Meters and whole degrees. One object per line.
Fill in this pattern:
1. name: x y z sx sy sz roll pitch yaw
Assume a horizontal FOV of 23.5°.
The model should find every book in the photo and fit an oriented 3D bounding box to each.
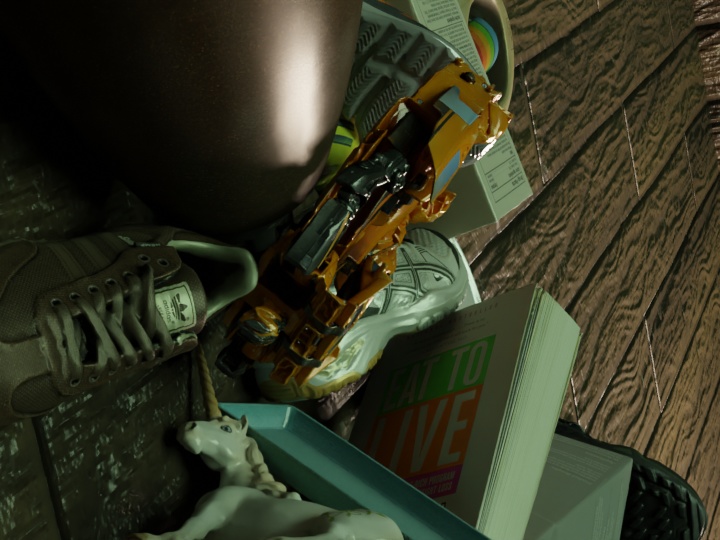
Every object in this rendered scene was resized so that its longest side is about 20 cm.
1. book: 0.041 0.112 0.982 0.048 0.133 0.201 44 46 -29

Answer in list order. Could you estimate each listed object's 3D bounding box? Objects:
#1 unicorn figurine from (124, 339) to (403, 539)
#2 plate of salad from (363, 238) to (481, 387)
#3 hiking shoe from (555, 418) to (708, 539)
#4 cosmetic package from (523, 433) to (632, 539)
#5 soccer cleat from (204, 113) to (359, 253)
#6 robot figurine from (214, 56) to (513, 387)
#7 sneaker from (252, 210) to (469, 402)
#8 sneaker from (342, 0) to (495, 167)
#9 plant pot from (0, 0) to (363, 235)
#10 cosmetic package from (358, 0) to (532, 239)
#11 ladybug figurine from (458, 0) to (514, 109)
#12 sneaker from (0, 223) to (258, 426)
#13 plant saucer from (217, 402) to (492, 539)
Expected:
1. unicorn figurine: -0.047 0.120 0.805 0.137 0.199 0.074 -20 129 -56
2. plate of salad: 0.037 0.028 1.170 0.200 0.048 0.201 47 33 -43
3. hiking shoe: 0.161 0.142 1.267 0.101 0.198 0.076 -42 151 -69
4. cosmetic package: 0.085 0.169 1.092 0.200 0.106 0.091 -26 127 -54
5. soccer cleat: -0.050 -0.074 0.941 0.200 0.064 0.084 -54 129 -63
6. robot figurine: 0.001 -0.021 0.875 0.200 0.058 0.145 -51 177 -43
7. sneaker: 0.000 0.000 1.005 0.200 0.075 0.088 -37 112 -56
8. sneaker: 0.000 -0.146 0.989 0.199 0.078 0.112 37 29 -19
9. plant pot: -0.075 -0.116 0.758 0.201 0.185 0.188 80 15 -50
10. cosmetic package: 0.035 -0.122 1.128 0.202 0.073 0.103 69 22 -4
11. ladybug figurine: 0.063 -0.157 1.274 0.200 0.071 0.137 -43 124 -66
12. sneaker: -0.108 0.013 0.726 0.200 0.075 0.071 -40 120 -68
13. plant saucer: 0.011 0.120 0.877 0.070 0.199 0.019 9 109 -55
